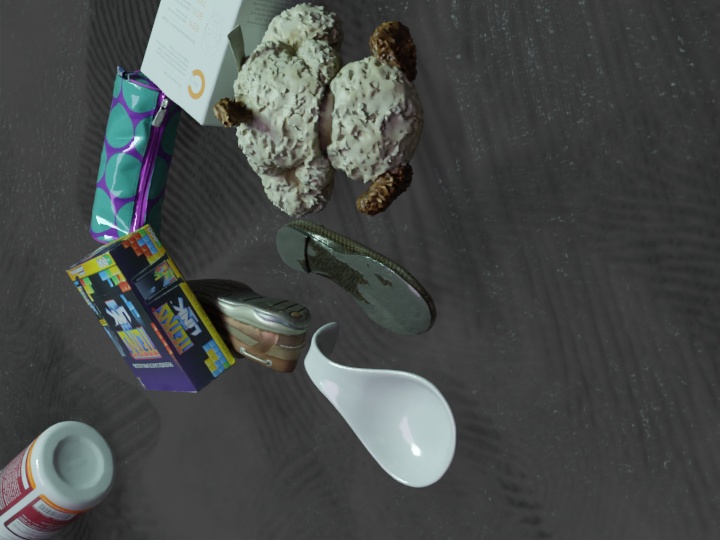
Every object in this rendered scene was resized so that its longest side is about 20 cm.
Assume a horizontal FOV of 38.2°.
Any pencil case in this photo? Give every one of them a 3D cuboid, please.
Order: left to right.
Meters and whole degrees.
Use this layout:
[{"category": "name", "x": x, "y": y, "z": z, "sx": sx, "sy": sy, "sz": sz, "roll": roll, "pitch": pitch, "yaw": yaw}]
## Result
[{"category": "pencil case", "x": -0.253, "y": -0.127, "z": 1.183, "sx": 0.092, "sy": 0.084, "sz": 0.203, "roll": 38, "pitch": 119, "yaw": 53}]

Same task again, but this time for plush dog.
[{"category": "plush dog", "x": -0.025, "y": -0.141, "z": 0.932, "sx": 0.169, "sy": 0.160, "sz": 0.204, "roll": 6, "pitch": 98, "yaw": 18}]

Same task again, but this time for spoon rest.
[{"category": "spoon rest", "x": 0.013, "y": 0.117, "z": 0.949, "sx": 0.199, "sy": 0.060, "sz": 0.101, "roll": 37, "pitch": 117, "yaw": 38}]

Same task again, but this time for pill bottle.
[{"category": "pill bottle", "x": -0.406, "y": 0.281, "z": 1.336, "sx": 0.199, "sy": 0.112, "sz": 0.114, "roll": -36, "pitch": 67, "yaw": 39}]

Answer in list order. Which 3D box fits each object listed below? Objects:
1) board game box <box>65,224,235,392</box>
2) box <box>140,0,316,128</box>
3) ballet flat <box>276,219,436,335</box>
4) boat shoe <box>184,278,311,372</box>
[{"category": "board game box", "x": -0.228, "y": 0.046, "z": 1.103, "sx": 0.167, "sy": 0.056, "sz": 0.199, "roll": 60, "pitch": 154, "yaw": -9}, {"category": "box", "x": -0.126, "y": -0.261, "z": 1.041, "sx": 0.124, "sy": 0.097, "sz": 0.202, "roll": 41, "pitch": 118, "yaw": 35}, {"category": "ballet flat", "x": 0.000, "y": 0.000, "z": 0.971, "sx": 0.199, "sy": 0.046, "sz": 0.068, "roll": 27, "pitch": 125, "yaw": 37}, {"category": "boat shoe", "x": -0.133, "y": 0.056, "z": 1.083, "sx": 0.198, "sy": 0.075, "sz": 0.073, "roll": 18, "pitch": 107, "yaw": 44}]
